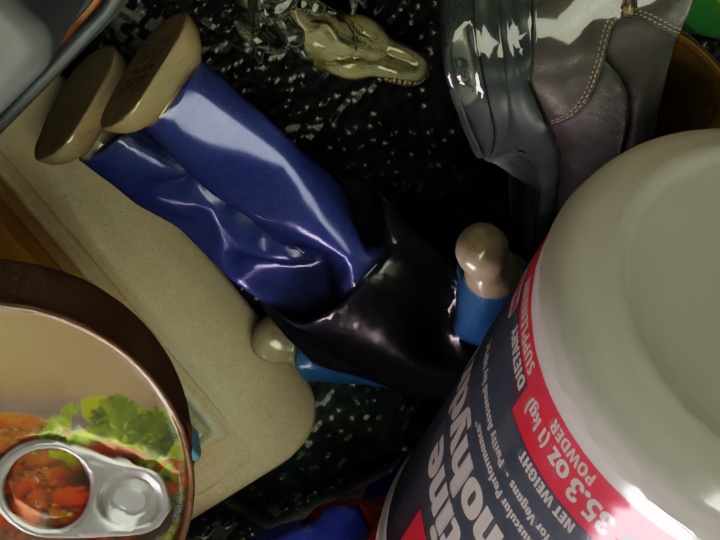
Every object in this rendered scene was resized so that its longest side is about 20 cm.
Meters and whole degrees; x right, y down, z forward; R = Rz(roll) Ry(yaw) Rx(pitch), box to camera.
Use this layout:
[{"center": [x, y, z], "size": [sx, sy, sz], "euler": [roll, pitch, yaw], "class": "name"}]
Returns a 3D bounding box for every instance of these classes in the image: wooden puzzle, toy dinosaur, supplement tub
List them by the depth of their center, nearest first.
[{"center": [0.086, 0.069, 0.849], "size": [0.140, 0.141, 0.200], "euler": [11, 141, -15], "class": "supplement tub"}, {"center": [-0.041, -0.112, 0.878], "size": [0.047, 0.088, 0.200], "euler": [-38, 117, -2], "class": "toy dinosaur"}, {"center": [-0.140, 0.042, 0.965], "size": [0.200, 0.037, 0.185], "euler": [-35, 116, 7], "class": "wooden puzzle"}]

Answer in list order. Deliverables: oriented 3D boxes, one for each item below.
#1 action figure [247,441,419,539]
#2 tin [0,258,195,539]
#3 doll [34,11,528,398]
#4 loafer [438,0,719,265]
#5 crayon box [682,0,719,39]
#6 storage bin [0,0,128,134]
[{"center": [-0.013, 0.093, 0.989], "size": [0.200, 0.065, 0.052], "euler": [-25, 89, -8], "class": "action figure"}, {"center": [-0.144, 0.044, 0.823], "size": [0.199, 0.042, 0.112], "euler": [9, 120, -6], "class": "tin"}, {"center": [0.000, 0.000, 0.923], "size": [0.200, 0.049, 0.136], "euler": [37, 149, -25], "class": "doll"}, {"center": [0.077, -0.042, 0.894], "size": [0.072, 0.073, 0.200], "euler": [-5, 160, 13], "class": "loafer"}, {"center": [0.173, -0.123, 0.910], "size": [0.199, 0.052, 0.126], "euler": [10, 126, -19], "class": "crayon box"}, {"center": [-0.155, -0.107, 0.817], "size": [0.146, 0.134, 0.200], "euler": [-44, 106, 10], "class": "storage bin"}]
